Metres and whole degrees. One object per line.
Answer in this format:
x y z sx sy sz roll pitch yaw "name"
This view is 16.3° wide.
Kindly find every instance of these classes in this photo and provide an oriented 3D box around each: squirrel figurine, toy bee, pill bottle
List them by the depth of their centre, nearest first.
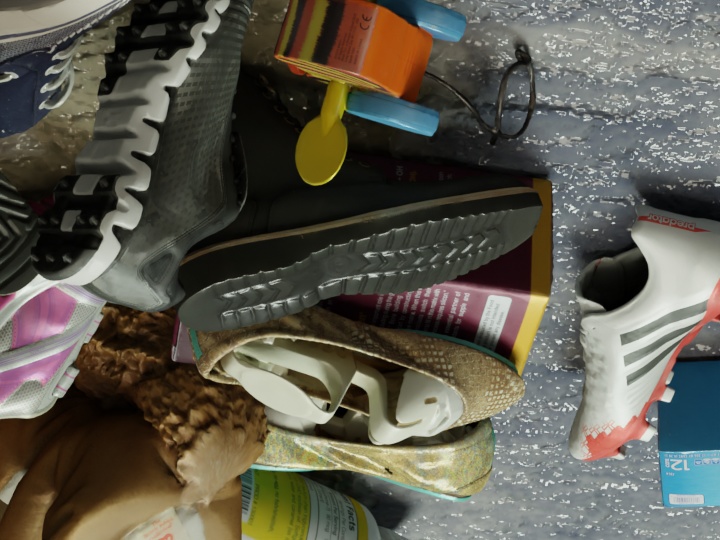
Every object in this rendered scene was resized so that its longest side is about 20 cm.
-0.002 -0.101 1.265 0.108 0.131 0.200 15 159 26 "toy bee"
-0.148 0.099 1.503 0.141 0.187 0.201 19 105 -39 "squirrel figurine"
-0.059 0.186 1.628 0.199 0.115 0.114 27 137 -26 "pill bottle"

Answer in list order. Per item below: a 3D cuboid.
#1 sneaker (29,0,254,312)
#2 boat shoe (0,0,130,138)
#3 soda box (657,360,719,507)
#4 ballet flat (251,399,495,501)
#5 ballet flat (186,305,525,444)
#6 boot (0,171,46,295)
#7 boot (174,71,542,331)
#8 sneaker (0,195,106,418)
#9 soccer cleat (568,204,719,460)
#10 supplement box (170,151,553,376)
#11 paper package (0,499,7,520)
-0.090 -0.067 1.258 0.066 0.201 0.090 4 155 47 "sneaker"
-0.165 -0.125 1.286 0.199 0.075 0.093 -12 144 33 "boat shoe"
0.280 0.096 1.517 0.199 0.068 0.064 -2 142 8 "soda box"
-0.012 0.092 1.553 0.199 0.071 0.071 11 142 -8 "ballet flat"
-0.004 0.060 1.361 0.199 0.066 0.071 16 140 -15 "ballet flat"
-0.249 -0.060 1.296 0.182 0.072 0.200 60 163 -20 "boot"
-0.015 -0.058 1.327 0.199 0.139 0.078 -10 152 -15 "boot"
-0.190 0.031 1.414 0.200 0.081 0.088 -34 124 -11 "sneaker"
0.154 0.036 1.461 0.085 0.069 0.200 22 136 -8 "soccer cleat"
0.000 0.000 1.408 0.199 0.086 0.111 8 142 -5 "supplement box"
-0.270 0.217 1.577 0.199 0.191 0.103 -12 159 -45 "paper package"
